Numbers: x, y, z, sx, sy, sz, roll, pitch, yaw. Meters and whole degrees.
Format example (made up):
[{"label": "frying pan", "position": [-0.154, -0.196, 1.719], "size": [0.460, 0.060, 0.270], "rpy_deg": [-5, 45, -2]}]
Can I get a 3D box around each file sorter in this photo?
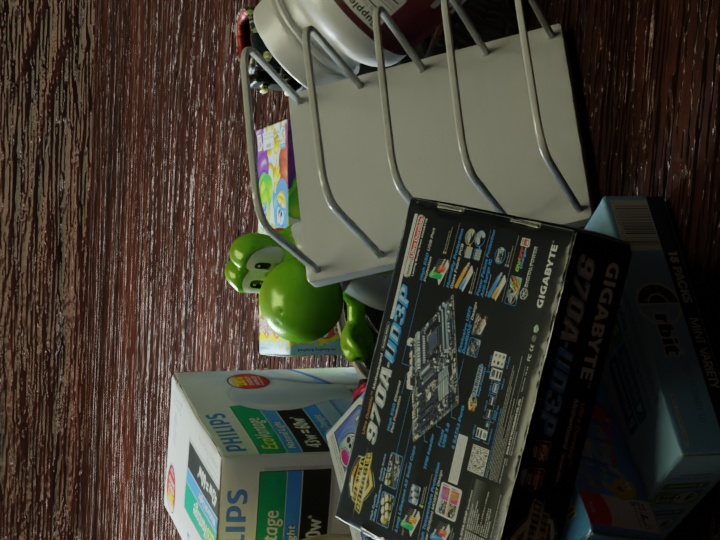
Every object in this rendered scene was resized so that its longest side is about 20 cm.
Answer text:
[{"label": "file sorter", "position": [0.033, -0.092, 1.080], "size": [0.124, 0.198, 0.140], "rpy_deg": [39, -139, -63]}]

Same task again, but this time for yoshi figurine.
[{"label": "yoshi figurine", "position": [0.002, 0.014, 1.229], "size": [0.112, 0.198, 0.114], "rpy_deg": [-170, 81, -71]}]

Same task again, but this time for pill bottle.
[{"label": "pill bottle", "position": [0.023, -0.217, 1.167], "size": [0.200, 0.113, 0.114], "rpy_deg": [-40, 44, 23]}]

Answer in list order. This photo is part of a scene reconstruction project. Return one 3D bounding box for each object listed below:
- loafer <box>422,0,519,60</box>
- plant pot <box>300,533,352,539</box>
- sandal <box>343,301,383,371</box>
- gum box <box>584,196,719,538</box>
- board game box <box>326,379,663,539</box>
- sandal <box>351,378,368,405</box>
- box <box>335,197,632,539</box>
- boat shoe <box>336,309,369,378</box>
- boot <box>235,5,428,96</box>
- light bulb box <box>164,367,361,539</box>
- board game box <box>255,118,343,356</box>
[{"label": "loafer", "position": [0.053, -0.103, 1.202], "size": [0.201, 0.075, 0.070], "rpy_deg": [-57, -7, -16]}, {"label": "plant pot", "position": [-0.016, 0.307, 1.236], "size": [0.201, 0.198, 0.191], "rpy_deg": [-118, 21, -55]}, {"label": "sandal", "position": [0.011, 0.003, 1.333], "size": [0.043, 0.075, 0.202], "rpy_deg": [-14, -95, -74]}, {"label": "gum box", "position": [0.149, 0.082, 1.021], "size": [0.201, 0.044, 0.171], "rpy_deg": [115, 149, -53]}, {"label": "board game box", "position": [0.071, 0.128, 1.010], "size": [0.196, 0.055, 0.201], "rpy_deg": [-49, 42, 36]}, {"label": "sandal", "position": [0.025, 0.095, 1.245], "size": [0.045, 0.075, 0.200], "rpy_deg": [64, -169, 5]}, {"label": "box", "position": [0.064, 0.067, 0.946], "size": [0.158, 0.046, 0.202], "rpy_deg": [14, 91, 57]}, {"label": "boat shoe", "position": [0.019, -0.004, 1.384], "size": [0.063, 0.072, 0.202], "rpy_deg": [130, 142, -68]}, {"label": "boot", "position": [-0.013, -0.146, 1.347], "size": [0.205, 0.152, 0.074], "rpy_deg": [-109, 26, -45]}, {"label": "light bulb box", "position": [-0.045, 0.169, 1.376], "size": [0.198, 0.198, 0.126], "rpy_deg": [-139, 51, -66]}, {"label": "board game box", "position": [-0.030, -0.027, 1.483], "size": [0.103, 0.104, 0.203], "rpy_deg": [177, 92, -71]}]
